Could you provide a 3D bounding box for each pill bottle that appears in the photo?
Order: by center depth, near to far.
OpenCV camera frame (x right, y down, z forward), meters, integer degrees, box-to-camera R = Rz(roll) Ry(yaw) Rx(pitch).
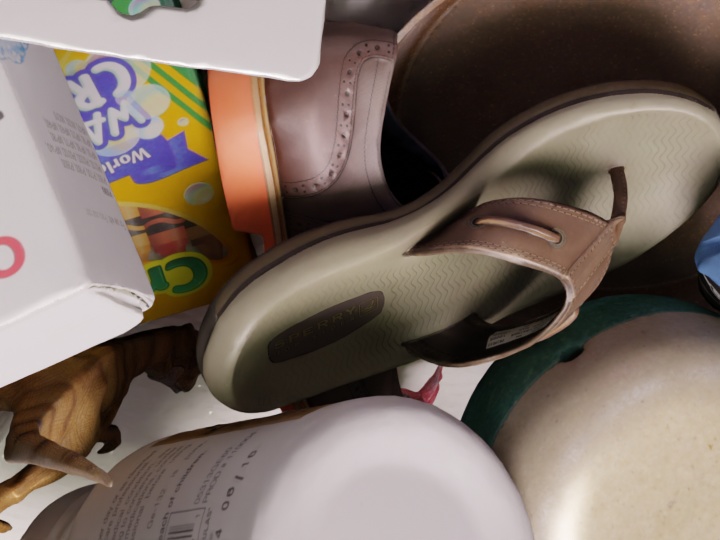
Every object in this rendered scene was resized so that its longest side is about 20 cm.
[{"bbox_3d":[-0.039,0.110,1.033,0.114,0.115,0.200,19,161,-30],"label":"pill bottle"}]

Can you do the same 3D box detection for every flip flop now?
[{"bbox_3d":[0.041,0.001,1.006,0.199,0.058,0.081,-24,134,-17],"label":"flip flop"}]

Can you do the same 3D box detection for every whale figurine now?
[{"bbox_3d":[0.107,0.096,1.076,0.159,0.104,0.200,-36,124,-8],"label":"whale figurine"}]

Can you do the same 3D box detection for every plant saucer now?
[{"bbox_3d":[0.094,-0.047,1.075,0.199,0.035,0.201,0,132,0],"label":"plant saucer"}]

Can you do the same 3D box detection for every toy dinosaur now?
[{"bbox_3d":[-0.112,0.050,1.047,0.106,0.200,0.060,-34,94,19],"label":"toy dinosaur"}]

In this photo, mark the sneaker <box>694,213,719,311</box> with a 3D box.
[{"bbox_3d":[0.212,0.002,1.048,0.199,0.071,0.083,7,170,-12],"label":"sneaker"}]

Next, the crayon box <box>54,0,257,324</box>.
[{"bbox_3d":[-0.111,-0.038,1.036,0.125,0.052,0.200,-16,135,0],"label":"crayon box"}]

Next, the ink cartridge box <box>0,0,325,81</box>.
[{"bbox_3d":[-0.059,-0.157,0.838,0.115,0.067,0.201,8,89,-12],"label":"ink cartridge box"}]

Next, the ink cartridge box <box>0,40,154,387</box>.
[{"bbox_3d":[-0.170,-0.052,0.900,0.147,0.201,0.086,-25,170,7],"label":"ink cartridge box"}]

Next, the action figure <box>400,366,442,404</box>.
[{"bbox_3d":[-0.002,0.127,1.189,0.149,0.134,0.201,2,114,-62],"label":"action figure"}]

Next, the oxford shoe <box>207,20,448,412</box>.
[{"bbox_3d":[0.000,0.000,1.053,0.072,0.071,0.200,-8,131,8],"label":"oxford shoe"}]
